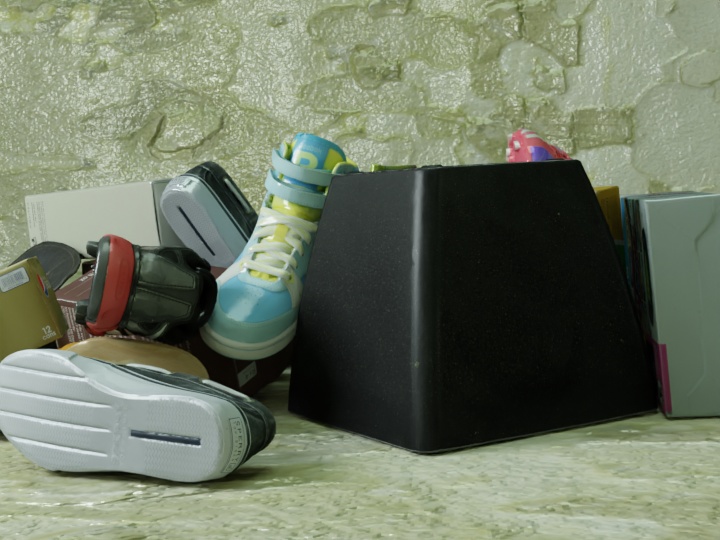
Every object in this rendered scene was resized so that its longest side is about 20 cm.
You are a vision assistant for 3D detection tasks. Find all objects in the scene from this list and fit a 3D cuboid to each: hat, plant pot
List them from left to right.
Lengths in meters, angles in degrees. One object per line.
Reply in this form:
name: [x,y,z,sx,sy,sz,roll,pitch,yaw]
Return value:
hat: [-0.319,0.057,1.080,0.199,0.081,0.201,-26,23,12]
plant pot: [0.069,0.014,0.843,0.199,0.179,0.199,-7,4,-29]

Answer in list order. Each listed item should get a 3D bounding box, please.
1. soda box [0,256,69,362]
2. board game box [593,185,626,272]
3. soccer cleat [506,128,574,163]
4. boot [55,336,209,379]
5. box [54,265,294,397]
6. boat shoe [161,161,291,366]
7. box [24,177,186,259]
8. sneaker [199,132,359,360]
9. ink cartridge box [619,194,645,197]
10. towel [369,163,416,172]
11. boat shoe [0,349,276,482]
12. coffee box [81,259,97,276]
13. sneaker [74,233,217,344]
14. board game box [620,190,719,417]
soda box: [-0.321,0.059,0.868,0.199,0.064,0.068,-24,6,-8]
board game box: [0.124,0.011,0.985,0.199,0.154,0.040,1,12,38]
soccer cleat: [0.183,-0.104,1.175,0.076,0.067,0.200,1,2,5]
boot: [-0.185,0.078,0.885,0.199,0.071,0.144,-7,3,15]
box: [-0.155,0.045,0.993,0.199,0.076,0.100,9,29,29]
boat shoe: [-0.095,-0.009,1.051,0.072,0.201,0.071,-12,26,44]
box: [-0.229,-0.048,1.126,0.199,0.069,0.082,-1,6,42]
sneaker: [-0.061,-0.030,0.898,0.079,0.131,0.200,18,34,8]
ink cartridge box: [0.203,-0.001,1.167,0.144,0.146,0.199,-6,6,-39]
towel: [0.000,0.000,1.055,0.023,0.202,0.144,20,9,10]
boat shoe: [-0.143,0.094,0.735,0.199,0.073,0.071,11,1,29]
coffee box: [-0.201,0.037,1.193,0.079,0.115,0.200,-3,5,12]
sneaker: [-0.157,0.018,0.864,0.097,0.072,0.200,10,-6,-13]
board game box: [0.236,0.017,0.874,0.064,0.149,0.200,-5,3,9]
